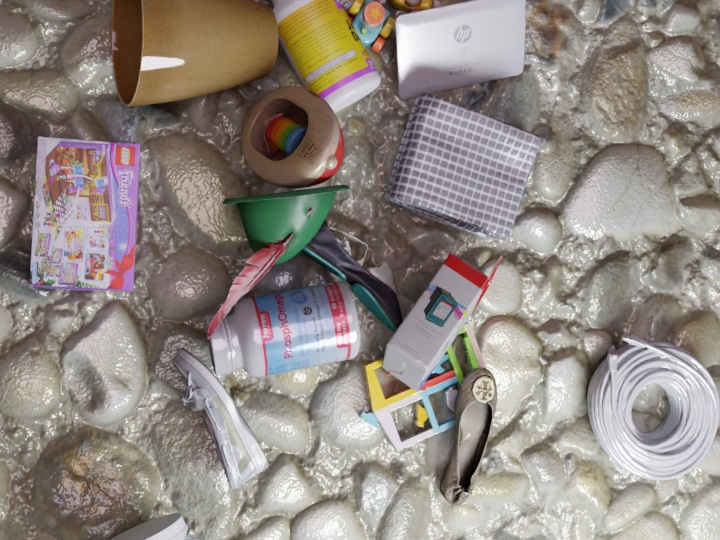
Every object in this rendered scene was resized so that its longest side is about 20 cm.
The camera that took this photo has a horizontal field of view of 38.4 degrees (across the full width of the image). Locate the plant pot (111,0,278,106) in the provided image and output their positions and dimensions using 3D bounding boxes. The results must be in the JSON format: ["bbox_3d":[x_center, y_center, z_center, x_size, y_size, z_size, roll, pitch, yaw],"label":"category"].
[{"bbox_3d":[-0.217,-0.310,1.385,0.198,0.186,0.189,-1,87,-25],"label":"plant pot"}]

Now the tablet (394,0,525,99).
[{"bbox_3d":[0.146,-0.324,1.493,0.198,0.014,0.131,-14,128,-12],"label":"tablet"}]

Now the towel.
[{"bbox_3d":[0.151,-0.147,1.485,0.198,0.086,0.167,18,84,-10],"label":"towel"}]

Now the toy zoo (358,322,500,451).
[{"bbox_3d":[0.090,0.172,1.488,0.198,0.020,0.132,-21,91,-12],"label":"toy zoo"}]

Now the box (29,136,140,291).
[{"bbox_3d":[-0.370,-0.075,1.396,0.135,0.039,0.202,3,86,-11],"label":"box"}]

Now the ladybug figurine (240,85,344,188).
[{"bbox_3d":[-0.086,-0.174,1.401,0.072,0.200,0.136,31,97,-45],"label":"ladybug figurine"}]

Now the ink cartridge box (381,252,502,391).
[{"bbox_3d":[0.113,0.058,1.437,0.067,0.116,0.201,33,70,9],"label":"ink cartridge box"}]

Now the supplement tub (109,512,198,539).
[{"bbox_3d":[-0.253,0.434,1.339,0.143,0.145,0.202,-21,92,-12],"label":"supplement tub"}]

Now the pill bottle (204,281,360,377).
[{"bbox_3d":[-0.107,0.084,1.407,0.198,0.109,0.110,-11,89,-12],"label":"pill bottle"}]

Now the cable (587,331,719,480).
[{"bbox_3d":[0.432,0.205,1.534,0.198,0.069,0.202,15,85,-11],"label":"cable"}]

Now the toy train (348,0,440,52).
[{"bbox_3d":[0.072,-0.351,1.495,0.198,0.056,0.152,-20,91,-12],"label":"toy train"}]

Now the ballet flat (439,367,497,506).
[{"bbox_3d":[0.157,0.239,1.468,0.067,0.046,0.202,13,95,-19],"label":"ballet flat"}]

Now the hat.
[{"bbox_3d":[-0.102,-0.016,1.394,0.198,0.166,0.178,-6,94,6],"label":"hat"}]

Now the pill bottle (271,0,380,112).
[{"bbox_3d":[-0.060,-0.325,1.441,0.104,0.104,0.201,-29,93,-12],"label":"pill bottle"}]

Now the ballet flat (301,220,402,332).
[{"bbox_3d":[0.000,0.000,1.456,0.200,0.073,0.073,41,80,-5],"label":"ballet flat"}]

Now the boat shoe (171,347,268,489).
[{"bbox_3d":[-0.200,0.199,1.401,0.064,0.074,0.203,-33,101,-16],"label":"boat shoe"}]
